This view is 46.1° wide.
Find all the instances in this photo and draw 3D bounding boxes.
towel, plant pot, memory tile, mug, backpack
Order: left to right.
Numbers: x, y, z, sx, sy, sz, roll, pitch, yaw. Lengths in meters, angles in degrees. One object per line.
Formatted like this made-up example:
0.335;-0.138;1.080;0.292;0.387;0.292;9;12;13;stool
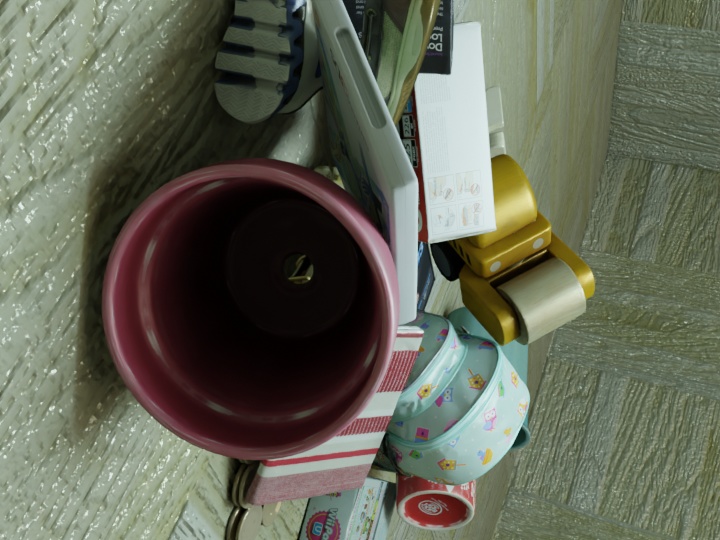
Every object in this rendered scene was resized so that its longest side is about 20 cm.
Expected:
-0.066;0.014;0.633;0.179;0.197;0.203;-60;159;-77;plant pot
-0.084;0.192;0.911;0.200;0.017;0.156;-36;135;-62;memory tile
-0.025;0.140;0.833;0.143;0.023;0.202;2;118;-40;towel
0.087;0.248;1.204;0.134;0.175;0.202;114;-14;-45;mug
0.081;0.141;0.956;0.176;0.198;0.154;-48;127;-27;backpack
0.206;0.180;1.456;0.201;0.197;0.198;69;32;-57;plant pot

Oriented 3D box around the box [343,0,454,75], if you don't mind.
0.009;-0.263;0.706;0.036;0.141;0.202;-73;164;-51;box

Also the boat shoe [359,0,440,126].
0.017;-0.170;0.703;0.201;0.064;0.074;112;0;-57;boat shoe

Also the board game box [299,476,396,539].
-0.016;0.343;1.118;0.200;0.063;0.150;47;57;-68;board game box

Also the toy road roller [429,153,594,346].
0.160;-0.032;0.943;0.122;0.201;0.147;-27;138;-11;toy road roller

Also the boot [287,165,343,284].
-0.043;-0.021;0.815;0.198;0.072;0.158;-7;97;-47;boot

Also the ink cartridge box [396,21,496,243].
0.055;-0.142;0.881;0.083;0.175;0.203;-11;101;-21;ink cartridge box

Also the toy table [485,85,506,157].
0.133;-0.139;1.097;0.200;0.115;0.187;-27;111;-78;toy table

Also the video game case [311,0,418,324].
0.004;-0.080;0.643;0.201;0.022;0.184;83;-11;-62;video game case

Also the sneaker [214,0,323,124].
-0.052;-0.215;0.684;0.115;0.080;0.202;-12;120;-72;sneaker

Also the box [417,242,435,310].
0.039;0.036;1.106;0.200;0.049;0.202;73;34;-55;box
